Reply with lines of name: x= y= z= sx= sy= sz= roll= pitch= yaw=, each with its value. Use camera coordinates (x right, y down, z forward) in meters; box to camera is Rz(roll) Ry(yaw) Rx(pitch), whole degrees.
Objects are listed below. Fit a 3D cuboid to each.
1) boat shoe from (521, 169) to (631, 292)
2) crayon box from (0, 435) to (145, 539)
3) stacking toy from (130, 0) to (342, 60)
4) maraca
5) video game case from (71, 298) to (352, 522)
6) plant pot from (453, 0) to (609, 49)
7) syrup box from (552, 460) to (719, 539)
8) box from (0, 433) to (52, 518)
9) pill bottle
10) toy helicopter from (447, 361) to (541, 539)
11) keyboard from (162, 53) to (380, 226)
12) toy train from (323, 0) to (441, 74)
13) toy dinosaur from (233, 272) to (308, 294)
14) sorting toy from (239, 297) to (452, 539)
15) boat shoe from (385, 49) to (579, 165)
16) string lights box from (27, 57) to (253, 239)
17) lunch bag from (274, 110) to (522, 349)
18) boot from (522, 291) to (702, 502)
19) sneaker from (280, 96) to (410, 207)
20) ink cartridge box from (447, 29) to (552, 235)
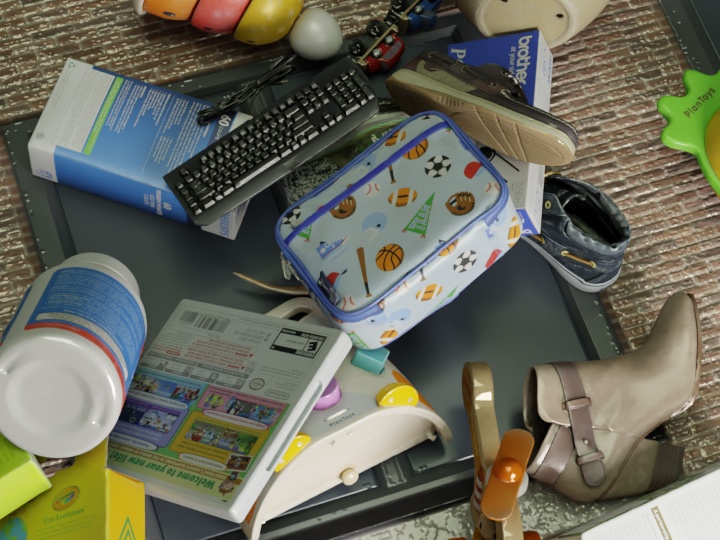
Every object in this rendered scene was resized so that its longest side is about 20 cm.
boat shoe: x=0.164 y=-0.069 z=1.611 sx=0.200 sy=0.091 sz=0.071 roll=38 pitch=66 yaw=13
crayon box: x=-0.235 y=0.241 z=1.411 sx=0.126 sy=0.051 sz=0.201 roll=-18 pitch=62 yaw=28
stacking toy: x=-0.105 y=-0.262 z=1.667 sx=0.199 sy=0.146 sz=0.146 roll=32 pitch=65 yaw=-2
maraca: x=0.370 y=-0.113 z=1.644 sx=0.200 sy=0.107 sz=0.137 roll=39 pitch=59 yaw=13
video game case: x=-0.126 y=0.112 z=1.473 sx=0.199 sy=0.022 sz=0.182 roll=10 pitch=57 yaw=41
plant pot: x=0.158 y=-0.285 z=1.649 sx=0.199 sy=0.201 sz=0.135 roll=10 pitch=59 yaw=-1
syrup box: x=0.272 y=0.220 z=1.479 sx=0.199 sy=0.079 sz=0.082 roll=-21 pitch=84 yaw=-15
box: x=-0.362 y=0.182 z=1.424 sx=0.200 sy=0.048 sz=0.122 roll=-33 pitch=47 yaw=-9
pill bottle: x=-0.236 y=0.060 z=1.454 sx=0.112 sy=0.113 sz=0.200 roll=9 pitch=24 yaw=-1
toy helicopter: x=0.108 y=0.166 z=1.469 sx=0.078 sy=0.132 sz=0.201 roll=-4 pitch=64 yaw=-7
keyboard: x=-0.088 y=-0.130 z=1.564 sx=0.200 sy=0.021 sz=0.127 roll=-34 pitch=50 yaw=-6
toy train: x=0.018 y=-0.214 z=1.700 sx=0.046 sy=0.034 sz=0.200 roll=38 pitch=67 yaw=9
toy dinosaur: x=0.000 y=0.000 z=1.593 sx=0.199 sy=0.061 sz=0.106 roll=-30 pitch=44 yaw=-20
sorting toy: x=-0.052 y=0.102 z=1.520 sx=0.199 sy=0.107 sz=0.180 roll=-25 pitch=50 yaw=-17
boat shoe: x=0.113 y=-0.150 z=1.549 sx=0.199 sy=0.072 sz=0.065 roll=23 pitch=70 yaw=37
string lights box: x=-0.192 y=-0.112 z=1.616 sx=0.199 sy=0.059 sz=0.103 roll=18 pitch=64 yaw=3
lunch bag: x=0.026 y=-0.037 z=1.512 sx=0.200 sy=0.076 sz=0.160 roll=-35 pitch=54 yaw=-2
boot: x=0.215 y=0.103 z=1.534 sx=0.145 sy=0.070 sz=0.201 roll=12 pitch=73 yaw=-14
sneaker: x=-0.003 y=-0.107 z=1.638 sx=0.199 sy=0.089 sz=0.077 roll=-17 pitch=24 yaw=-30
ink cartridge box: x=0.120 y=-0.121 z=1.600 sx=0.094 sy=0.044 sz=0.201 roll=-7 pitch=56 yaw=23
